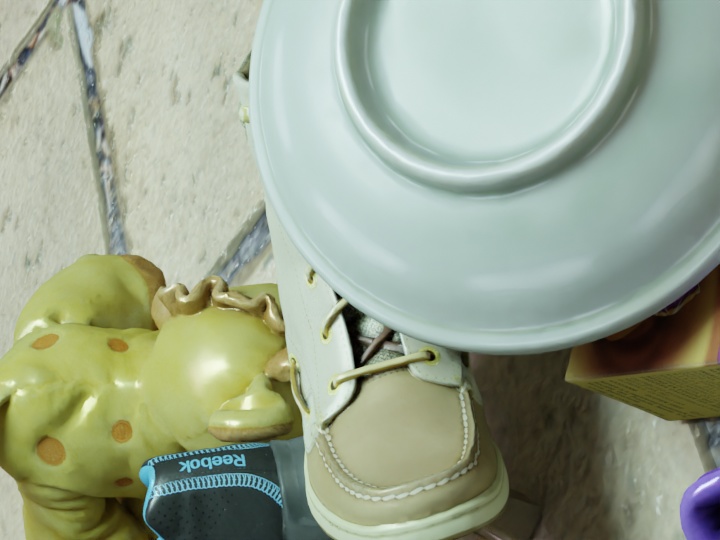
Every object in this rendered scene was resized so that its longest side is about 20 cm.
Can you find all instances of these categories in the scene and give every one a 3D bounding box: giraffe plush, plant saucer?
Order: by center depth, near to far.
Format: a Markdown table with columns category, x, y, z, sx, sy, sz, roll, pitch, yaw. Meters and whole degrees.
| category | x | y | z | sx | sy | sz | roll | pitch | yaw |
| --- | --- | --- | --- | --- | --- | --- | --- | --- | --- |
| plant saucer | 0.048 | -0.074 | 0.911 | 0.199 | 0.050 | 0.202 | -5 | 77 | 20 |
| giraffe plush | -0.071 | 0.056 | 1.171 | 0.161 | 0.200 | 0.174 | -10 | 56 | 25 |

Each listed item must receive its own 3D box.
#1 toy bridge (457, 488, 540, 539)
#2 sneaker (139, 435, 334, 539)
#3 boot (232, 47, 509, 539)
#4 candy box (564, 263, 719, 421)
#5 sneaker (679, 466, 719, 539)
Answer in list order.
| category | x | y | z | sx | sy | sz | roll | pitch | yaw |
| --- | --- | --- | --- | --- | --- | --- | --- | --- | --- |
| toy bridge | 0.035 | 0.091 | 1.035 | 0.027 | 0.067 | 0.200 | -66 | 29 | 6 |
| sneaker | -0.059 | 0.146 | 1.101 | 0.073 | 0.081 | 0.201 | -107 | 21 | -54 |
| boot | 0.000 | 0.000 | 0.988 | 0.200 | 0.072 | 0.156 | -107 | 5 | -67 |
| candy box | 0.157 | -0.017 | 0.908 | 0.200 | 0.056 | 0.117 | -10 | 63 | 56 |
| sneaker | 0.162 | 0.089 | 0.786 | 0.200 | 0.083 | 0.081 | 9 | 117 | 66 |
